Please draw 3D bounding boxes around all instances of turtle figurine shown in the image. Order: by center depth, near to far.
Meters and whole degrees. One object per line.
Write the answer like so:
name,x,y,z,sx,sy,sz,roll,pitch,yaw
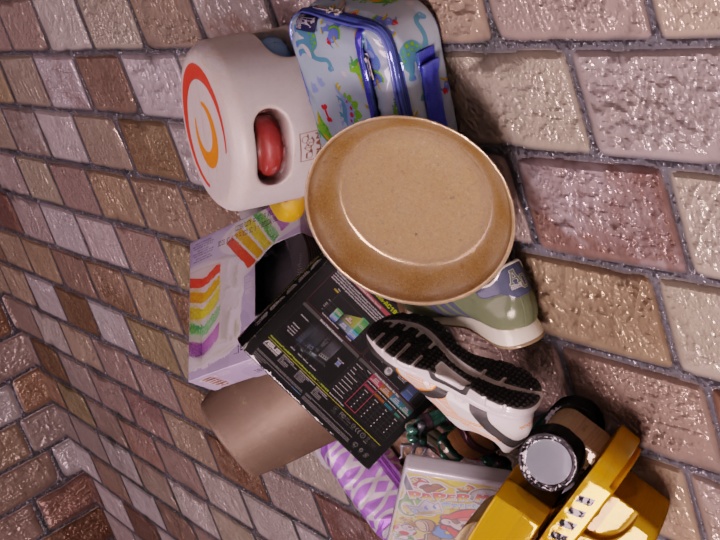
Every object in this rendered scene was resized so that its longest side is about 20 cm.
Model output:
turtle figurine,0.119,0.179,1.463,0.149,0.101,0.200,30,143,-12

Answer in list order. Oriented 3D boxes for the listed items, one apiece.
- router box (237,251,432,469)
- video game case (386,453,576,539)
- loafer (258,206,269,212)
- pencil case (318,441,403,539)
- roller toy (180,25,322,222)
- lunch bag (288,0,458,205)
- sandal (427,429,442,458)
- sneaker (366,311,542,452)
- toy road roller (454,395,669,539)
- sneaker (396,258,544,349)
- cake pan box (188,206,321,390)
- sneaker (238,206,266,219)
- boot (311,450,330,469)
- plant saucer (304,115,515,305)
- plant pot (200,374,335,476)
router box,-0.011,0.089,1.487,0.200,0.150,0.062,45,180,-13
video game case,0.134,0.261,1.456,0.199,0.023,0.182,10,142,1
loafer,-0.066,-0.004,1.682,0.200,0.063,0.072,48,-174,22
pencil case,0.016,0.256,1.761,0.200,0.084,0.086,49,147,27
roller toy,-0.100,-0.161,1.481,0.182,0.139,0.201,133,121,-65
lunch bag,0.018,-0.167,1.330,0.161,0.082,0.201,25,138,45
sandal,0.051,0.143,1.618,0.201,0.057,0.080,41,178,11
sneaker,0.083,0.110,1.350,0.200,0.074,0.080,31,138,31
toy road roller,0.194,0.229,1.295,0.146,0.123,0.200,37,112,11
sneaker,0.102,0.010,1.374,0.200,0.067,0.090,18,127,52
cake pan box,-0.117,0.027,1.611,0.199,0.052,0.185,-20,63,38
sneaker,-0.159,-0.130,1.711,0.070,0.080,0.201,36,146,40
boot,-0.072,0.171,1.857,0.095,0.073,0.201,25,134,52
plant saucer,0.048,-0.061,1.287,0.199,0.035,0.201,9,125,13
plant pot,-0.093,0.155,1.683,0.200,0.174,0.200,52,179,2
